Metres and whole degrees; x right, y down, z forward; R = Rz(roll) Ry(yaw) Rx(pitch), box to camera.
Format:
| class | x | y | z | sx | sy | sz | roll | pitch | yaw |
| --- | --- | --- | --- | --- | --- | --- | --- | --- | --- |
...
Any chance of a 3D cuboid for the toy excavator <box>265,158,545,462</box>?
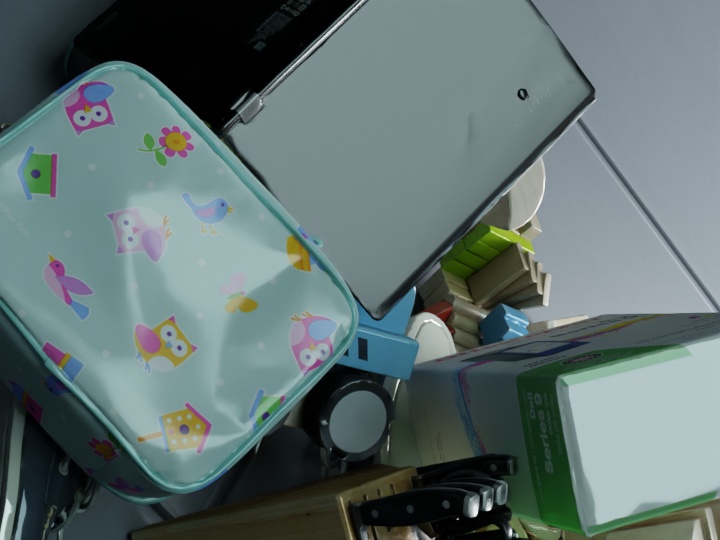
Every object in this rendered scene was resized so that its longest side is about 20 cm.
| class | x | y | z | sx | sy | sz | roll | pitch | yaw |
| --- | --- | --- | --- | --- | --- | --- | --- | --- | --- |
| toy excavator | 0.000 | 0.000 | 0.981 | 0.194 | 0.100 | 0.200 | 14 | 95 | -29 |

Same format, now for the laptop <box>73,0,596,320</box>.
| class | x | y | z | sx | sy | sz | roll | pitch | yaw |
| --- | --- | --- | --- | --- | --- | --- | --- | --- | --- |
| laptop | -0.012 | -0.112 | 0.954 | 0.187 | 0.200 | 0.116 | -45 | 143 | -18 |

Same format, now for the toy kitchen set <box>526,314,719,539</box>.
| class | x | y | z | sx | sy | sz | roll | pitch | yaw |
| --- | --- | --- | --- | --- | --- | --- | --- | --- | --- |
| toy kitchen set | 0.188 | 0.110 | 1.123 | 0.163 | 0.200 | 0.181 | -4 | 82 | -60 |

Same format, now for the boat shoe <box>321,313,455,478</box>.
| class | x | y | z | sx | sy | sz | roll | pitch | yaw |
| --- | --- | --- | --- | --- | --- | --- | --- | --- | --- |
| boat shoe | 0.016 | 0.124 | 1.053 | 0.075 | 0.062 | 0.200 | 20 | 69 | -42 |

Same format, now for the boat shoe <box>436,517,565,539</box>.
| class | x | y | z | sx | sy | sz | roll | pitch | yaw |
| --- | --- | --- | --- | --- | --- | --- | --- | --- | --- |
| boat shoe | 0.087 | 0.157 | 1.081 | 0.076 | 0.074 | 0.200 | 17 | 91 | -42 |

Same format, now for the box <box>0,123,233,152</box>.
| class | x | y | z | sx | sy | sz | roll | pitch | yaw |
| --- | --- | --- | --- | --- | --- | --- | --- | --- | --- |
| box | -0.143 | -0.037 | 0.957 | 0.200 | 0.050 | 0.075 | -2 | 81 | -47 |

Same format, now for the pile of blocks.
| class | x | y | z | sx | sy | sz | roll | pitch | yaw |
| --- | --- | --- | --- | --- | --- | --- | --- | --- | --- |
| pile of blocks | 0.072 | 0.026 | 1.136 | 0.062 | 0.082 | 0.200 | 24 | 63 | -40 |

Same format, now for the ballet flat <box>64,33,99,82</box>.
| class | x | y | z | sx | sy | sz | roll | pitch | yaw |
| --- | --- | --- | --- | --- | --- | --- | --- | --- | --- |
| ballet flat | -0.081 | -0.123 | 1.027 | 0.200 | 0.073 | 0.073 | -21 | 94 | -44 |

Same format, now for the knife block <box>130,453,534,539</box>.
| class | x | y | z | sx | sy | sz | roll | pitch | yaw |
| --- | --- | --- | --- | --- | --- | --- | --- | --- | --- |
| knife block | -0.014 | 0.144 | 0.898 | 0.200 | 0.176 | 0.064 | -14 | 87 | -8 |

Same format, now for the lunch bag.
| class | x | y | z | sx | sy | sz | roll | pitch | yaw |
| --- | --- | --- | --- | --- | --- | --- | --- | --- | --- |
| lunch bag | -0.106 | 0.007 | 0.857 | 0.200 | 0.077 | 0.160 | 48 | 61 | -4 |

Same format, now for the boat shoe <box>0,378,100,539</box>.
| class | x | y | z | sx | sy | sz | roll | pitch | yaw |
| --- | --- | --- | --- | --- | --- | --- | --- | --- | --- |
| boat shoe | -0.165 | 0.097 | 0.883 | 0.062 | 0.075 | 0.200 | 16 | 58 | -30 |

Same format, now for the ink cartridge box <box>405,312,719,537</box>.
| class | x | y | z | sx | sy | sz | roll | pitch | yaw |
| --- | --- | --- | --- | --- | --- | --- | --- | --- | --- |
| ink cartridge box | 0.130 | 0.078 | 0.953 | 0.145 | 0.200 | 0.088 | -13 | 92 | -20 |
